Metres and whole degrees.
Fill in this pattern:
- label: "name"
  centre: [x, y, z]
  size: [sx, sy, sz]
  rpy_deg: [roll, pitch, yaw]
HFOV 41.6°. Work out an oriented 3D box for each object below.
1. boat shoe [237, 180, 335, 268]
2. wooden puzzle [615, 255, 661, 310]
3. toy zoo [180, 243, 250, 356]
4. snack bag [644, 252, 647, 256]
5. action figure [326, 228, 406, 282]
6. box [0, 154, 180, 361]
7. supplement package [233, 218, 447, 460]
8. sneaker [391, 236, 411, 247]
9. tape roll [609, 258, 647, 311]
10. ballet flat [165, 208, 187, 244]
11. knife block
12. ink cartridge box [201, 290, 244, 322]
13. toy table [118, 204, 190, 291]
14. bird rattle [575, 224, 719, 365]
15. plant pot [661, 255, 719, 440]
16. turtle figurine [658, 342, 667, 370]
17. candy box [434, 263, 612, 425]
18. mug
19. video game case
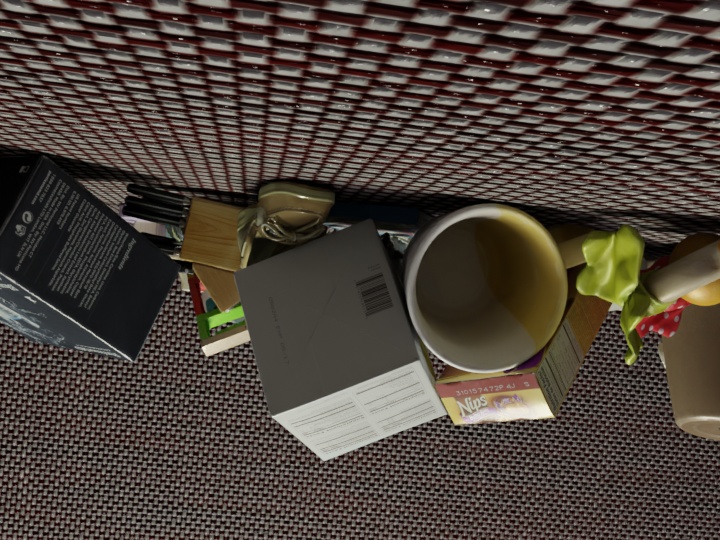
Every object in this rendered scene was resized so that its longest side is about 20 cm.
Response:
- label: "boat shoe"
  centre: [-0.078, -0.039, 0.926]
  size: [0.072, 0.064, 0.200]
  rpy_deg: [9, 168, -24]
- label: "wooden puzzle"
  centre: [0.307, 0.007, 1.213]
  size: [0.181, 0.038, 0.200]
  rpy_deg: [7, 166, 8]
- label: "toy zoo"
  centre: [-0.144, 0.000, 1.142]
  size: [0.129, 0.202, 0.021]
  rpy_deg: [-20, 138, -2]
- label: "snack bag"
  centre: [0.294, -0.015, 1.297]
  size: [0.185, 0.022, 0.200]
  rpy_deg: [5, 175, 16]
- label: "action figure"
  centre: [0.000, 0.000, 1.124]
  size: [0.117, 0.104, 0.200]
  rpy_deg: [15, 148, -23]
- label: "box"
  centre: [-0.327, -0.012, 0.960]
  size: [0.194, 0.119, 0.200]
  rpy_deg: [5, 153, 40]
- label: "supplement package"
  centre: [-0.014, 0.078, 0.962]
  size: [0.148, 0.154, 0.200]
  rpy_deg: [-21, 155, 4]
- label: "sneaker"
  centre: [0.082, -0.003, 1.217]
  size: [0.076, 0.088, 0.200]
  rpy_deg: [5, -172, -19]
- label: "tape roll"
  centre: [0.231, 0.004, 1.103]
  size: [0.199, 0.038, 0.203]
  rpy_deg: [8, 163, 3]
- label: "ballet flat"
  centre: [-0.171, -0.048, 1.319]
  size: [0.196, 0.076, 0.074]
  rpy_deg: [3, 180, -21]
- label: "knife block"
  centre: [-0.157, -0.054, 1.056]
  size: [0.198, 0.177, 0.064]
  rpy_deg: [-32, -175, 3]
- label: "ink cartridge box"
  centre: [-0.111, 0.033, 1.250]
  size: [0.113, 0.069, 0.199]
  rpy_deg: [8, -178, 20]
- label: "toy table"
  centre: [-0.306, -0.033, 1.439]
  size: [0.180, 0.120, 0.200]
  rpy_deg: [6, 178, -7]
- label: "bird rattle"
  centre: [0.289, 0.016, 0.847]
  size: [0.162, 0.115, 0.198]
  rpy_deg: [-28, 158, 33]
- label: "plant pot"
  centre: [0.413, 0.091, 1.040]
  size: [0.196, 0.178, 0.201]
  rpy_deg: [10, 162, 3]
- label: "turtle figurine"
  centre: [0.496, 0.083, 1.233]
  size: [0.192, 0.147, 0.199]
  rpy_deg: [-21, 158, 31]
- label: "candy box"
  centre: [0.169, 0.068, 0.953]
  size: [0.115, 0.057, 0.200]
  rpy_deg: [-12, -156, 40]
- label: "mug"
  centre: [0.121, 0.011, 0.918]
  size: [0.183, 0.152, 0.153]
  rpy_deg: [13, -175, -9]
- label: "video game case"
  centre: [0.016, -0.056, 1.069]
  size: [0.140, 0.018, 0.200]
  rpy_deg: [5, 178, 15]
